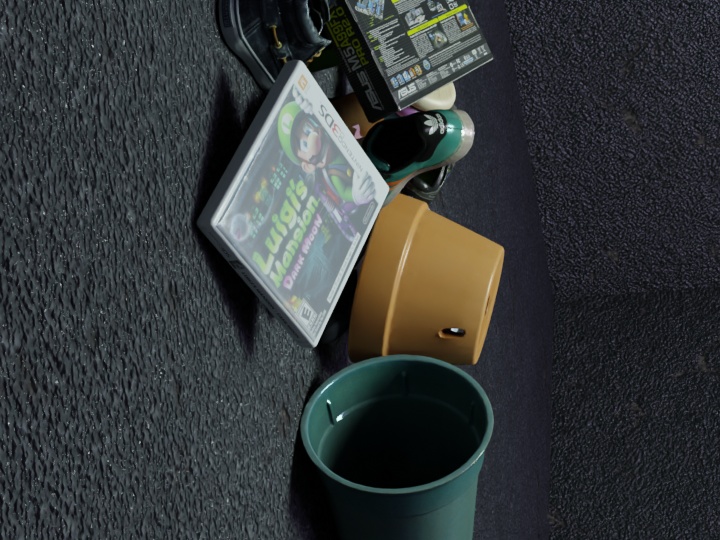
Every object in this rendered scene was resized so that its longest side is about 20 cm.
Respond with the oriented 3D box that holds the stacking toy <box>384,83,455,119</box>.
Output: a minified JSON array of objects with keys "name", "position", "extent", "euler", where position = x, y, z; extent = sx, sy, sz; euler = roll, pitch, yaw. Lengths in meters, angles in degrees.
[{"name":"stacking toy","position":[0.021,-0.156,1.467],"extent":[0.085,0.200,0.086],"euler":[22,43,-23]}]

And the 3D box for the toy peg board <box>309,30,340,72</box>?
[{"name":"toy peg board","position":[-0.037,-0.339,1.483],"extent":[0.199,0.098,0.200],"euler":[-103,179,-57]}]

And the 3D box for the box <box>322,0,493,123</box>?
[{"name":"box","position":[0.044,-0.260,1.347],"extent":[0.200,0.044,0.160],"euler":[-36,101,-47]}]

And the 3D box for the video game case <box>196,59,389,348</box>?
[{"name":"video game case","position":[-0.055,-0.061,1.192],"extent":[0.182,0.023,0.200],"euler":[53,50,-38]}]

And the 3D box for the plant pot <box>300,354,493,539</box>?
[{"name":"plant pot","position":[0.044,0.230,1.388],"extent":[0.200,0.200,0.196],"euler":[-78,166,-51]}]

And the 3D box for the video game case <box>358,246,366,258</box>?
[{"name":"video game case","position":[-0.003,-0.108,1.643],"extent":[0.200,0.018,0.144],"euler":[-58,142,-68]}]

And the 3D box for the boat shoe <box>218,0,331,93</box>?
[{"name":"boat shoe","position":[-0.065,-0.225,1.277],"extent":[0.200,0.091,0.071],"euler":[30,56,-74]}]

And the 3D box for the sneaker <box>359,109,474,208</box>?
[{"name":"sneaker","position":[0.020,-0.116,1.328],"extent":[0.080,0.200,0.072],"euler":[2,66,-46]}]

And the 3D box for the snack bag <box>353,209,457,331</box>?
[{"name":"snack bag","position":[0.067,0.026,1.625],"extent":[0.189,0.021,0.200],"euler":[54,51,-26]}]

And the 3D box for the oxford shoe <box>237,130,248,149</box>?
[{"name":"oxford shoe","position":[-0.081,-0.044,1.235],"extent":[0.073,0.071,0.200],"euler":[-34,117,-51]}]

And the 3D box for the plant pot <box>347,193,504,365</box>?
[{"name":"plant pot","position":[0.080,0.023,1.457],"extent":[0.200,0.140,0.201],"euler":[13,90,-80]}]

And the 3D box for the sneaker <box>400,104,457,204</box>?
[{"name":"sneaker","position":[0.093,-0.146,1.621],"extent":[0.083,0.071,0.200],"euler":[-52,-171,47]}]

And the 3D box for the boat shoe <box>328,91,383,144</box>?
[{"name":"boat shoe","position":[-0.051,-0.145,1.339],"extent":[0.200,0.070,0.071],"euler":[-11,81,-58]}]

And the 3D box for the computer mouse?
[{"name":"computer mouse","position":[0.000,0.000,1.448],"extent":[0.059,0.034,0.200],"euler":[89,24,-61]}]
